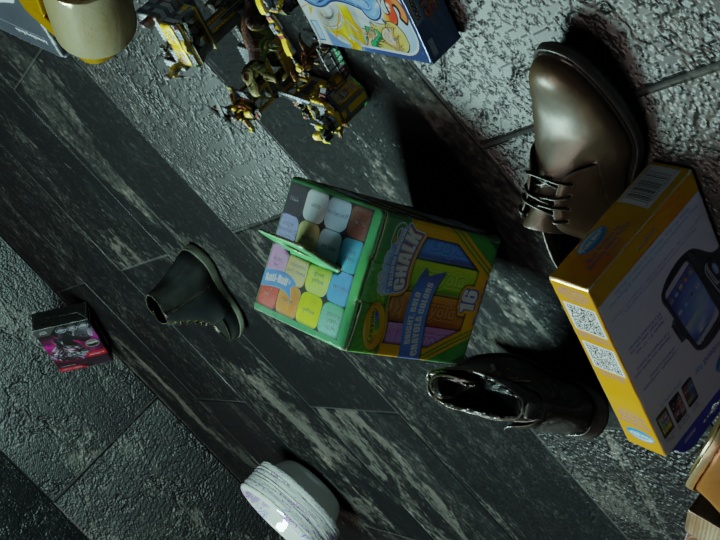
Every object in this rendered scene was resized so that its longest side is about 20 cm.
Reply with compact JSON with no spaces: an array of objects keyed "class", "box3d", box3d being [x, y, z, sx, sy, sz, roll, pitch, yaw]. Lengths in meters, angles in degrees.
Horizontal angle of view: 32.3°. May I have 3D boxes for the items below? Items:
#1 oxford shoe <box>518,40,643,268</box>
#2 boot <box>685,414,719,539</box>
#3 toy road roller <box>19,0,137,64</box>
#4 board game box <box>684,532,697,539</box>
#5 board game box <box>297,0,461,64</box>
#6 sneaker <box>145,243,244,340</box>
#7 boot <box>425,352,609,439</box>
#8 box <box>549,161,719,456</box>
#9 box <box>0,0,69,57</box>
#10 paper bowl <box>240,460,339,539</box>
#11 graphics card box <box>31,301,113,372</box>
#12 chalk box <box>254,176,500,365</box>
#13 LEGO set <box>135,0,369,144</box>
[{"class":"oxford shoe","box3d":[0.145,-0.066,0.848,0.073,0.084,0.200,28,154,41]},{"class":"boot","box3d":[0.351,0.193,1.015,0.155,0.074,0.200,24,153,27]},{"class":"toy road roller","box3d":[-0.237,-0.288,1.031,0.200,0.146,0.123,44,162,16]},{"class":"board game box","box3d":[0.364,0.264,1.189,0.103,0.019,0.200,35,159,25]},{"class":"board game box","box3d":[-0.020,-0.242,0.880,0.135,0.034,0.200,21,150,48]},{"class":"sneaker","box3d":[-0.246,0.058,1.822,0.075,0.106,0.200,28,155,36]},{"class":"boot","box3d":[0.120,0.109,1.159,0.200,0.069,0.174,10,177,43]},{"class":"box","box3d":[0.212,0.037,0.873,0.041,0.119,0.200,22,151,46]},{"class":"box","box3d":[-0.339,-0.329,1.219,0.148,0.104,0.200,27,155,37]},{"class":"paper bowl","box3d":[-0.120,0.436,2.326,0.201,0.104,0.201,37,160,16]},{"class":"graphics card box","box3d":[-0.630,0.149,2.726,0.200,0.125,0.051,79,179,-57]},{"class":"chalk box","box3d":[0.000,0.000,1.067,0.200,0.124,0.125,10,-171,-44]},{"class":"LEGO set","box3d":[-0.095,-0.174,1.040,0.154,0.116,0.200,29,156,35]}]
